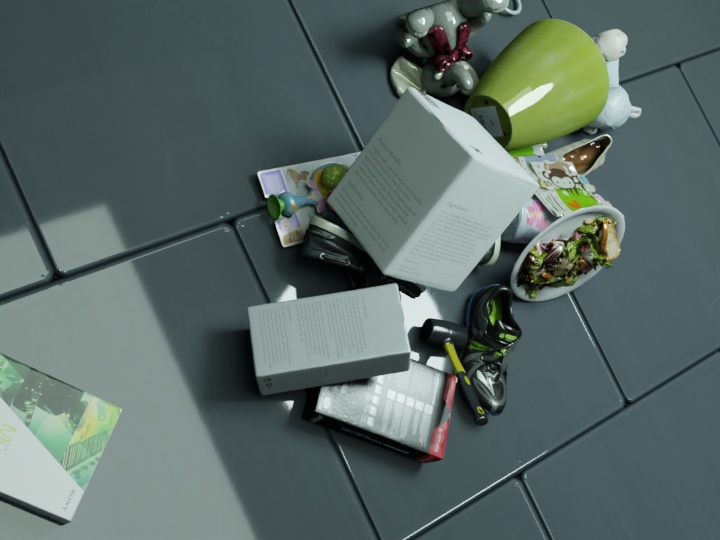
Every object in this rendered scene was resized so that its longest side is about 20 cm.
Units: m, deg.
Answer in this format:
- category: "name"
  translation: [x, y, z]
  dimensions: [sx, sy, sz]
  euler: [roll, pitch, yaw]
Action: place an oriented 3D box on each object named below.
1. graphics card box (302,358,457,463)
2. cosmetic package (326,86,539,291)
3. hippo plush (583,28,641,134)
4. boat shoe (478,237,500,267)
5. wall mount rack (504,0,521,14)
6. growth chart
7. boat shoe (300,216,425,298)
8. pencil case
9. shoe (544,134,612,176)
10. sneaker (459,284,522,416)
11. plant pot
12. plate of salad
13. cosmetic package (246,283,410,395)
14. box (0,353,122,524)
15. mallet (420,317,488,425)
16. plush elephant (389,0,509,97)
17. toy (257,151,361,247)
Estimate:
- category: "graphics card box"
  translation: [0.029, 0.174, 1.314]
  dimensions: [0.199, 0.051, 0.126]
  euler: [23, 63, -19]
- category: "cosmetic package"
  translation: [0.097, -0.106, 1.308]
  dimensions: [0.165, 0.200, 0.165]
  euler: [15, 31, -48]
- category: "hippo plush"
  translation: [0.390, -0.314, 1.640]
  dimensions: [0.200, 0.159, 0.162]
  euler: [-34, 112, -72]
- category: "boat shoe"
  translation: [0.171, -0.107, 1.471]
  dimensions: [0.066, 0.074, 0.200]
  euler: [10, 77, -36]
- category: "wall mount rack"
  translation: [0.216, -0.528, 1.628]
  dimensions: [0.200, 0.075, 0.174]
  euler: [51, 44, -2]
- category: "growth chart"
  translation: [0.314, -0.135, 1.508]
  dimensions: [0.144, 0.018, 0.200]
  euler: [-19, 59, -40]
- category: "boat shoe"
  translation: [0.001, 0.000, 1.344]
  dimensions: [0.199, 0.074, 0.066]
  euler: [32, 82, -28]
- category: "pencil case"
  translation: [0.307, -0.082, 1.526]
  dimensions: [0.199, 0.083, 0.091]
  euler: [6, 55, -25]
- category: "shoe"
  translation: [0.346, -0.179, 1.596]
  dimensions: [0.200, 0.053, 0.070]
  euler: [-30, 87, -32]
- category: "sneaker"
  translation: [0.191, 0.111, 1.399]
  dimensions: [0.070, 0.083, 0.201]
  euler: [15, 67, -21]
- category: "plant pot"
  translation: [0.257, -0.269, 1.499]
  dimensions: [0.200, 0.187, 0.187]
  euler: [-36, 91, -34]
- category: "plate of salad"
  translation: [0.319, -0.016, 1.448]
  dimensions: [0.199, 0.201, 0.048]
  euler: [-7, 48, -29]
- category: "cosmetic package"
  translation: [-0.041, 0.090, 1.245]
  dimensions: [0.199, 0.071, 0.102]
  euler: [-9, 63, -4]
- category: "box"
  translation: [-0.396, 0.186, 1.104]
  dimensions: [0.199, 0.036, 0.145]
  euler: [28, 62, -17]
- category: "mallet"
  translation: [0.146, 0.142, 1.338]
  dimensions: [0.066, 0.041, 0.200]
  euler: [10, 33, -31]
- category: "plush elephant"
  translation: [0.131, -0.338, 1.495]
  dimensions: [0.164, 0.200, 0.156]
  euler: [-21, 105, -18]
- category: "toy"
  translation: [-0.039, -0.112, 1.382]
  dimensions: [0.199, 0.047, 0.116]
  euler: [-16, 82, -30]
